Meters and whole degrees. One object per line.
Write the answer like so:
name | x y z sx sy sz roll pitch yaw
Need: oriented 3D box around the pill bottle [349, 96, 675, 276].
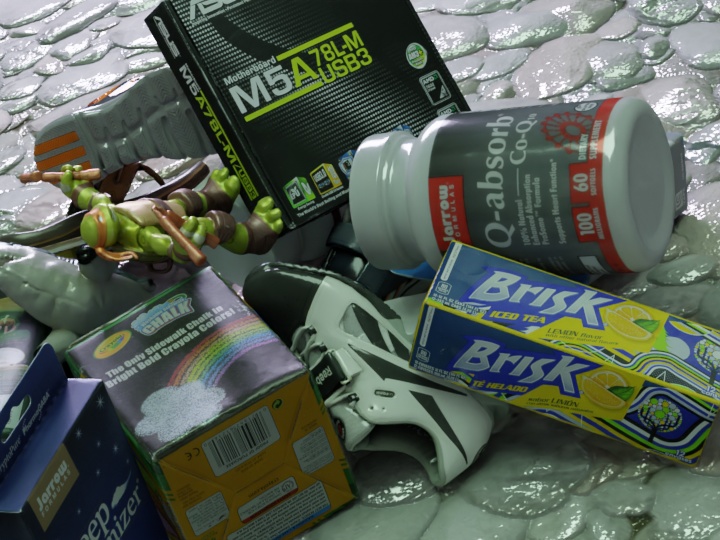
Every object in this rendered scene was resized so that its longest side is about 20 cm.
pill bottle | 0.101 -0.052 1.468 0.199 0.116 0.116 -4 37 26

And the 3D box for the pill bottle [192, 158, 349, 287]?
pill bottle | -0.038 -0.080 1.710 0.114 0.115 0.200 16 46 40

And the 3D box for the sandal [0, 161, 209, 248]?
sandal | -0.211 -0.059 1.773 0.199 0.055 0.082 -21 2 -24

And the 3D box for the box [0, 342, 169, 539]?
box | -0.176 0.157 1.366 0.032 0.201 0.121 -1 38 25

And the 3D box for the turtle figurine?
turtle figurine | -0.134 -0.029 1.527 0.161 0.065 0.200 -7 20 -45

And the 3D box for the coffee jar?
coffee jar | -0.247 0.096 1.572 0.085 0.105 0.200 -13 34 9

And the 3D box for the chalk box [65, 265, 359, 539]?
chalk box | -0.112 0.093 1.490 0.125 0.124 0.200 -29 37 -13

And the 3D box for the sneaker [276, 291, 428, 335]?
sneaker | 0.038 0.051 1.544 0.199 0.073 0.085 -2 23 15

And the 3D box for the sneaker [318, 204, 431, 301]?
sneaker | 0.000 0.000 1.614 0.078 0.080 0.200 16 49 39

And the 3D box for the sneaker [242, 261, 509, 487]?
sneaker | -0.004 0.070 1.459 0.200 0.074 0.089 31 58 7

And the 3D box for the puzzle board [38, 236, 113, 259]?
puzzle board | -0.207 -0.016 1.693 0.150 0.017 0.200 -15 0 11

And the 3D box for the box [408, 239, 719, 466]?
box | 0.137 0.053 1.417 0.199 0.064 0.070 18 43 7

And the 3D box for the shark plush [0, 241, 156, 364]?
shark plush | -0.187 0.011 1.595 0.083 0.091 0.200 26 17 37

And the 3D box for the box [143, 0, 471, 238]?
box | -0.033 -0.147 1.641 0.200 0.194 0.047 -27 0 -32

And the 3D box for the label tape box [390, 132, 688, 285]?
label tape box | 0.130 -0.047 1.584 0.143 0.066 0.200 9 24 33

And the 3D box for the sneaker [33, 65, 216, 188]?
sneaker | -0.156 -0.129 1.713 0.199 0.078 0.112 -13 17 17
